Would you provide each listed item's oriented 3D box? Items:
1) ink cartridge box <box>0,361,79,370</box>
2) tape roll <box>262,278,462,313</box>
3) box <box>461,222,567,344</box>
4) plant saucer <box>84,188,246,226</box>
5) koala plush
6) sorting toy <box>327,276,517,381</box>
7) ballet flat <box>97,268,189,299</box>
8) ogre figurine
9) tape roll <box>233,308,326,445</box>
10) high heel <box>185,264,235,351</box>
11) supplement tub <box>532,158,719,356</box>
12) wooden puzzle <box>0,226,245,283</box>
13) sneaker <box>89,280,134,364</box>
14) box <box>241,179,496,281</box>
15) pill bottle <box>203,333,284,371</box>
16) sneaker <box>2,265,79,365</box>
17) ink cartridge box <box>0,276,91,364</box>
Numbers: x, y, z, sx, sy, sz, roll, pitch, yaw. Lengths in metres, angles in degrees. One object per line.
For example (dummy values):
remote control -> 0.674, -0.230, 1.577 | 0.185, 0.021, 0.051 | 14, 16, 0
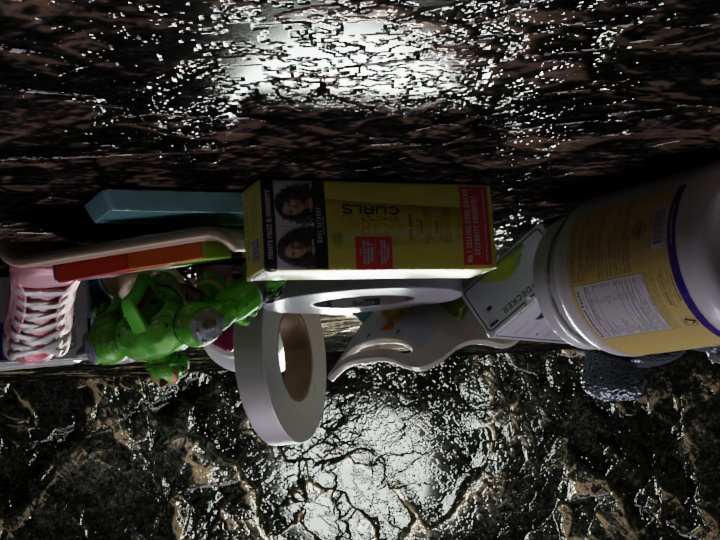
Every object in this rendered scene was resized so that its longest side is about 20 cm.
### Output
ink cartridge box -> -0.448, 0.074, 1.496 | 0.146, 0.083, 0.200 | -6, 171, 13
tape roll -> 0.000, 0.000, 1.232 | 0.200, 0.066, 0.200 | -4, 173, -1
box -> 0.204, 0.018, 1.298 | 0.117, 0.060, 0.200 | -43, 155, 23
plant saucer -> -0.117, -0.049, 0.997 | 0.200, 0.019, 0.070 | -1, 172, -25
koala plush -> 0.368, 0.048, 1.436 | 0.200, 0.178, 0.184 | -9, -178, 32
sorting toy -> 0.051, 0.069, 1.352 | 0.200, 0.107, 0.180 | -10, -160, 33
ballet flat -> -0.202, 0.032, 1.274 | 0.063, 0.069, 0.200 | -20, 156, 8
ogre figurine -> -0.176, 0.042, 1.124 | 0.200, 0.098, 0.120 | 7, -157, 15
tape roll -> -0.088, 0.098, 1.403 | 0.037, 0.203, 0.203 | -6, 172, 17
high heel -> -0.202, 0.054, 1.414 | 0.067, 0.096, 0.200 | 4, 169, -45
supplement tub -> 0.253, -0.005, 1.021 | 0.145, 0.146, 0.200 | 1, 171, -32
wooden puzzle -> -0.183, -0.014, 1.068 | 0.200, 0.037, 0.185 | -4, -179, 8
sneaker -> -0.295, 0.041, 1.440 | 0.074, 0.082, 0.200 | -24, -157, -26
box -> 0.008, -0.031, 0.982 | 0.200, 0.075, 0.050 | 1, 171, -23
pill bottle -> -0.137, 0.073, 1.527 | 0.111, 0.111, 0.200 | -4, 172, 5
sneaker -> -0.316, 0.039, 1.233 | 0.075, 0.105, 0.200 | 1, 170, -20
ink cartridge box -> -0.394, 0.055, 1.343 | 0.200, 0.095, 0.037 | -3, 173, -4
